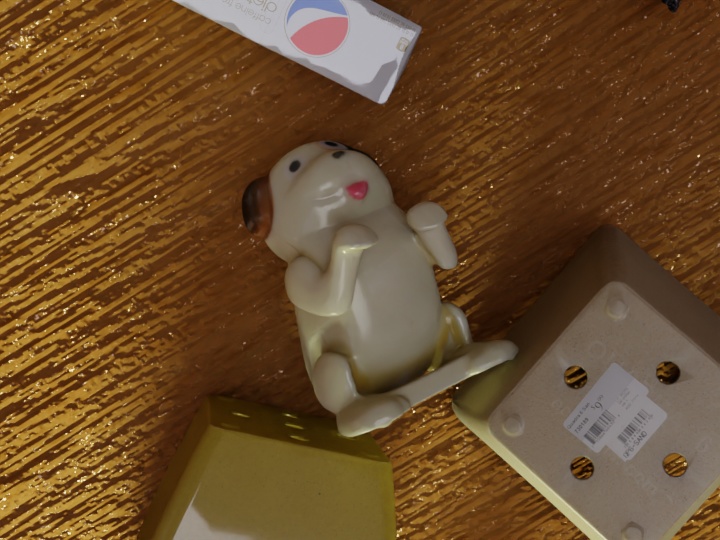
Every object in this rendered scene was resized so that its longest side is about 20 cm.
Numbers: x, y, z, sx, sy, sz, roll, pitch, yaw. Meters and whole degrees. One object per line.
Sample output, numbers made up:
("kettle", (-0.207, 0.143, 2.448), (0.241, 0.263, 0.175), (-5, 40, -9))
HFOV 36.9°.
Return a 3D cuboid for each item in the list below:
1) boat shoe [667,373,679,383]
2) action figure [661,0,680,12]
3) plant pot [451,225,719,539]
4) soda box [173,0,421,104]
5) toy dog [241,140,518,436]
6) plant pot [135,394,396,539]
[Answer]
("boat shoe", (0.339, 0.082, 0.882), (0.202, 0.074, 0.065), (-37, 111, 8))
("action figure", (0.266, -0.285, 0.764), (0.119, 0.102, 0.200), (40, 99, -2))
("plant pot", (0.190, 0.099, 0.781), (0.200, 0.177, 0.200), (42, 98, 9))
("soda box", (-0.060, -0.191, 0.770), (0.199, 0.068, 0.064), (24, 101, -11))
("toy dog", (0.000, 0.000, 0.790), (0.139, 0.194, 0.201), (-23, 90, -17))
("plant pot", (-0.071, 0.201, 0.815), (0.199, 0.200, 0.177), (13, 91, -9))
